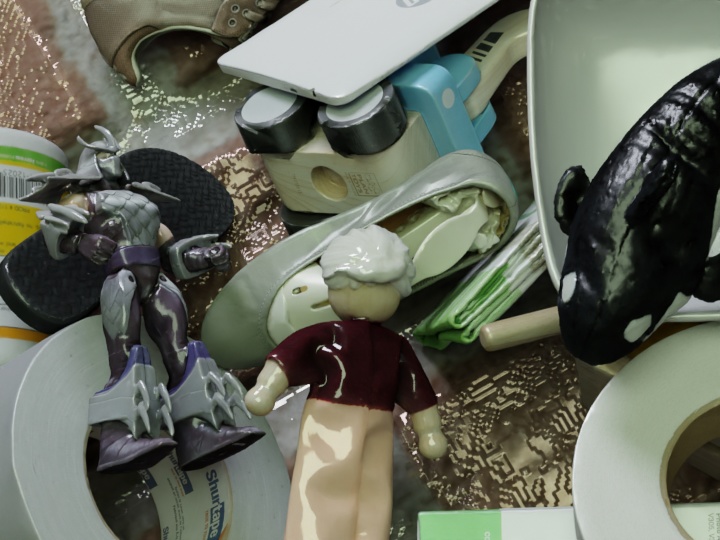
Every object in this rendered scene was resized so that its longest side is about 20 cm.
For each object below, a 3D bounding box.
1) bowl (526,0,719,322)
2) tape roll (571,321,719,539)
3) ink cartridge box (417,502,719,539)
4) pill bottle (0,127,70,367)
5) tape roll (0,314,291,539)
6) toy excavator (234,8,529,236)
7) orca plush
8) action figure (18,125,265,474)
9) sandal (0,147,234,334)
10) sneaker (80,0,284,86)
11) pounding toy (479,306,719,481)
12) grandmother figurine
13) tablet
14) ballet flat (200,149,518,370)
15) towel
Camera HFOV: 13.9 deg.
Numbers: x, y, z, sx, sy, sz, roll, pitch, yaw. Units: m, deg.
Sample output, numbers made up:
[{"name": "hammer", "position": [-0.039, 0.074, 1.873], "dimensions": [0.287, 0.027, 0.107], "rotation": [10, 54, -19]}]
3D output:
[{"name": "bowl", "position": [0.188, -0.068, 1.594], "dimensions": [0.199, 0.075, 0.201], "rotation": [-4, 80, -1]}, {"name": "tape roll", "position": [0.210, 0.116, 1.535], "dimensions": [0.202, 0.037, 0.203], "rotation": [-3, 56, 4]}, {"name": "ink cartridge box", "position": [0.136, 0.183, 1.617], "dimensions": [0.199, 0.146, 0.084], "rotation": [-2, 71, 7]}, {"name": "pill bottle", "position": [-0.225, 0.026, 1.743], "dimensions": [0.111, 0.111, 0.201], "rotation": [-5, 71, 6]}, {"name": "tape roll", "position": [-0.131, 0.128, 1.651], "dimensions": [0.066, 0.200, 0.201], "rotation": [-31, 63, 40]}, {"name": "toy excavator", "position": [0.052, -0.109, 1.753], "dimensions": [0.194, 0.100, 0.200], "rotation": [3, 43, 37]}, {"name": "orca plush", "position": [0.169, -0.042, 1.518], "dimensions": [0.200, 0.071, 0.105], "rotation": [-43, 84, -6]}, {"name": "action figure", "position": [-0.120, 0.011, 1.629], "dimensions": [0.069, 0.130, 0.201], "rotation": [-33, 66, 42]}, {"name": "sandal", "position": [-0.149, -0.014, 1.735], "dimensions": [0.075, 0.045, 0.200], "rotation": [47, 41, 7]}, {"name": "sneaker", "position": [-0.071, -0.177, 1.826], "dimensions": [0.199, 0.070, 0.076], "rotation": [-20, 88, 4]}, {"name": "pounding toy", "position": [0.200, 0.029, 1.664], "dimensions": [0.200, 0.142, 0.184], "rotation": [28, 77, 16]}, {"name": "grandmother figurine", "position": [-0.008, 0.073, 1.606], "dimensions": [0.060, 0.121, 0.201], "rotation": [-3, 75, 52]}, {"name": "tablet", "position": [0.023, -0.161, 1.757], "dimensions": [0.200, 0.014, 0.130], "rotation": [-36, 32, -24]}, {"name": "ballet flat", "position": [0.000, 0.000, 1.669], "dimensions": [0.200, 0.067, 0.064], "rotation": [-32, 30, -1]}, {"name": "towel", "position": [0.115, -0.030, 1.701], "dimensions": [0.031, 0.149, 0.200], "rotation": [43, 83, -1]}]
